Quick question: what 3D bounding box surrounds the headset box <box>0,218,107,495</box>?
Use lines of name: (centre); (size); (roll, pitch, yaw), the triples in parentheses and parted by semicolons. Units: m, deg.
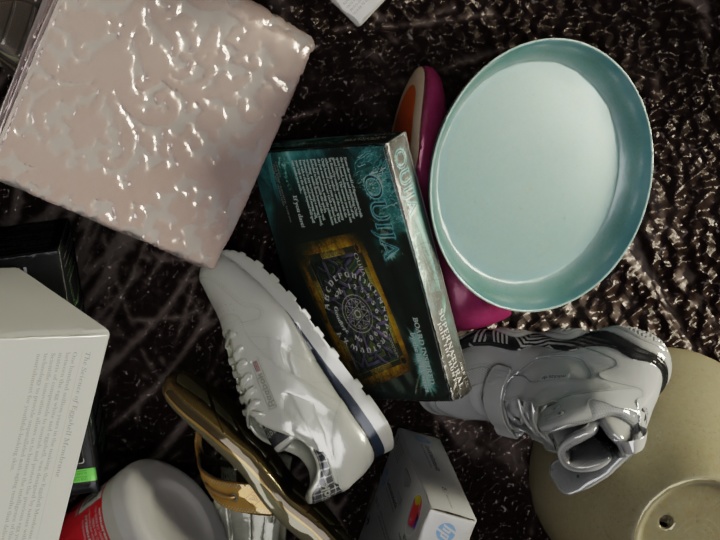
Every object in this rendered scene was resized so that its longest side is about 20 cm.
headset box: (-0.285, 0.079, 1.267); (0.172, 0.093, 0.202); (-7, 107, -3)

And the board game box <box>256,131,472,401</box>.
board game box: (0.000, 0.000, 1.262); (0.134, 0.028, 0.202); (0, 113, 40)

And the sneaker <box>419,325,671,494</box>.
sneaker: (0.126, 0.102, 1.272); (0.198, 0.115, 0.076); (-6, 124, 21)

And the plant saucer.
plant saucer: (0.129, -0.071, 1.264); (0.199, 0.027, 0.202); (-8, 106, -28)

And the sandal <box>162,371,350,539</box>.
sandal: (-0.082, 0.158, 1.276); (0.054, 0.080, 0.200); (-41, 95, 8)

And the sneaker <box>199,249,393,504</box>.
sneaker: (-0.063, 0.074, 1.265); (0.080, 0.076, 0.200); (-37, 81, -13)

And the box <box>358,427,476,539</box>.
box: (0.024, 0.241, 1.309); (0.041, 0.156, 0.202); (15, 103, -12)

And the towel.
towel: (-0.146, -0.120, 1.202); (0.199, 0.032, 0.192); (25, 86, -35)

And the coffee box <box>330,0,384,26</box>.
coffee box: (-0.049, -0.271, 1.178); (0.200, 0.114, 0.080); (43, 99, -15)

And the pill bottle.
pill bottle: (-0.203, 0.238, 1.298); (0.200, 0.112, 0.112); (-38, 106, 23)

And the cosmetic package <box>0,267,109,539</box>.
cosmetic package: (-0.293, 0.111, 1.117); (0.199, 0.123, 0.201); (1, 112, -46)

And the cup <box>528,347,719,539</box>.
cup: (0.238, 0.177, 1.316); (0.198, 0.143, 0.202); (-1, 106, -4)

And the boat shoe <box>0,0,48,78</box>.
boat shoe: (-0.202, -0.144, 1.224); (0.200, 0.073, 0.075); (46, 72, -32)

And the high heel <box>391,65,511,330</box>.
high heel: (0.071, -0.053, 1.284); (0.095, 0.067, 0.202); (-2, 112, -16)

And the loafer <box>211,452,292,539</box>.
loafer: (-0.070, 0.237, 1.344); (0.069, 0.070, 0.202); (-6, 106, 5)
